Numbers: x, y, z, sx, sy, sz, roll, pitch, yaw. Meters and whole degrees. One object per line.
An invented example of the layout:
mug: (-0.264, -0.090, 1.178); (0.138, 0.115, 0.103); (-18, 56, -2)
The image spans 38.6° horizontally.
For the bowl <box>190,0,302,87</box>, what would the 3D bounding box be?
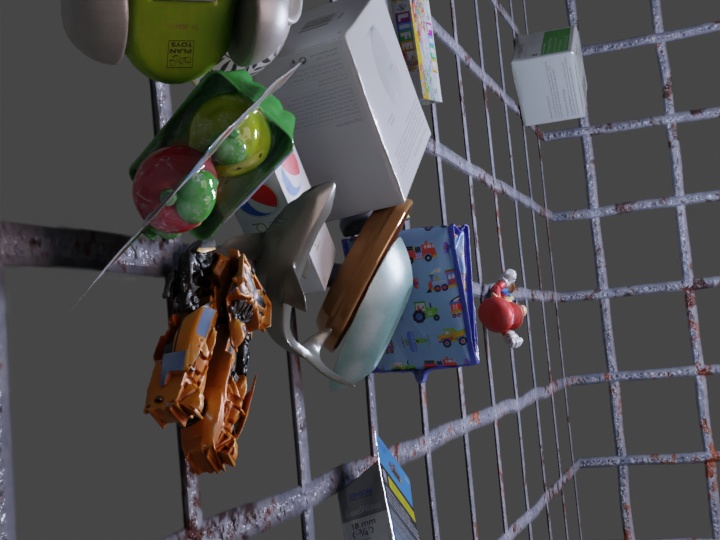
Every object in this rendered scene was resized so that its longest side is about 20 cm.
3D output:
bowl: (-0.115, -0.275, 1.001); (0.201, 0.094, 0.201); (-6, 90, -71)

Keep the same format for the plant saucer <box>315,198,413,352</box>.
plant saucer: (0.000, 0.000, 1.195); (0.200, 0.037, 0.200); (-62, 177, -6)

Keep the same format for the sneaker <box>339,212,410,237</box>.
sneaker: (0.010, -0.091, 1.361); (0.079, 0.066, 0.200); (71, 19, 0)

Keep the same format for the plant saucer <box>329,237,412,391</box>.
plant saucer: (0.022, 0.059, 1.215); (0.201, 0.039, 0.201); (-63, 173, -14)

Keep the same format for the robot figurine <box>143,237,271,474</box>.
robot figurine: (-0.126, 0.068, 0.902); (0.145, 0.058, 0.200); (66, 26, -44)

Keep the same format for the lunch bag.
lunch bag: (0.071, 0.048, 1.340); (0.094, 0.150, 0.200); (-4, 87, -71)

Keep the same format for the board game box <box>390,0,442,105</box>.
board game box: (0.094, -0.384, 1.735); (0.134, 0.034, 0.200); (-21, 103, -71)

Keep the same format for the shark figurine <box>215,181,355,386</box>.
shark figurine: (-0.065, 0.032, 1.009); (0.128, 0.089, 0.215); (-18, 123, -27)

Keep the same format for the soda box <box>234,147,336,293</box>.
soda box: (-0.088, -0.069, 1.056); (0.068, 0.064, 0.200); (-75, 151, -48)

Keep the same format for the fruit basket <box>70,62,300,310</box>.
fruit basket: (-0.126, -0.066, 0.790); (0.094, 0.185, 0.200); (39, 31, -14)

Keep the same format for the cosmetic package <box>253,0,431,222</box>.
cosmetic package: (-0.016, -0.192, 1.192); (0.199, 0.123, 0.200); (-67, 139, -58)

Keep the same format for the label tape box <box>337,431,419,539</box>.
label tape box: (0.028, 0.319, 1.240); (0.144, 0.063, 0.200); (60, 13, -48)

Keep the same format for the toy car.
toy car: (-0.154, -0.254, 0.816); (0.150, 0.175, 0.200); (38, -51, 54)

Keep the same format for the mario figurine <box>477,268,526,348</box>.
mario figurine: (0.304, 0.077, 2.071); (0.123, 0.106, 0.200); (46, 15, -1)

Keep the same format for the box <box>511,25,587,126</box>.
box: (0.518, -0.531, 2.808); (0.199, 0.171, 0.200); (-69, 146, -54)
